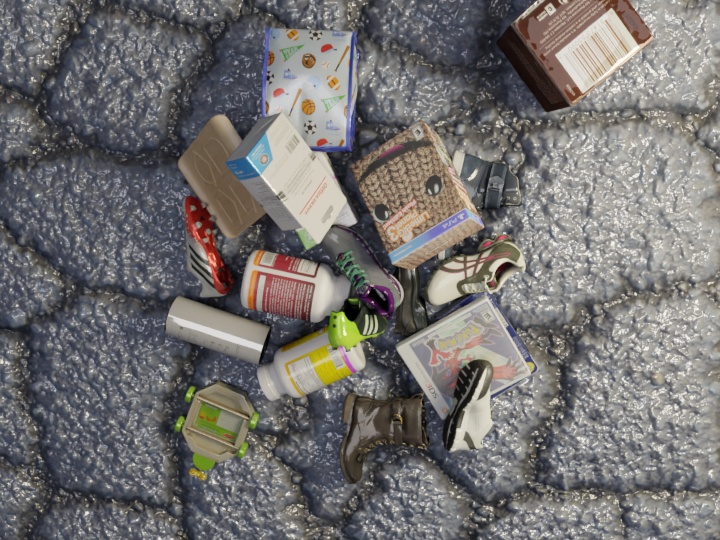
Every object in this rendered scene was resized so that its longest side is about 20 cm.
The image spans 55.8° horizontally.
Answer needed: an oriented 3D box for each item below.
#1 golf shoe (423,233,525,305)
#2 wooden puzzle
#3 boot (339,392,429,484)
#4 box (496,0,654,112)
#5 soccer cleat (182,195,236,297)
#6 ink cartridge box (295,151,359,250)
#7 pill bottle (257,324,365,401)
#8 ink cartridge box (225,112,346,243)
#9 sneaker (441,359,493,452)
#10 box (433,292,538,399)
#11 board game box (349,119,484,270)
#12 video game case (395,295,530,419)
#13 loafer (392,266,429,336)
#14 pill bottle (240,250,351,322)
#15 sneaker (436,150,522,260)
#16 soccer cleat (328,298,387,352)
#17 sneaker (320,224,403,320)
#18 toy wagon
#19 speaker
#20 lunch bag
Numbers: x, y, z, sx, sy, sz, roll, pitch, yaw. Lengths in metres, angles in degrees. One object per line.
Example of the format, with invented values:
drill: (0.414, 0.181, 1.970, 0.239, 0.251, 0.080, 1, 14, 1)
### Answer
golf shoe: (0.209, 0.010, 1.259, 0.199, 0.088, 0.077, -33, 130, 5)
wooden puzzle: (-0.242, -0.172, 1.259, 0.199, 0.046, 0.186, -26, 99, 51)
boot: (0.050, 0.333, 1.335, 0.171, 0.069, 0.204, 4, 99, 18)
box: (0.348, -0.385, 1.138, 0.165, 0.200, 0.165, -39, 95, 9)
soccer cleat: (-0.310, -0.042, 1.313, 0.084, 0.069, 0.203, -16, 100, 26)
ink cartridge box: (-0.097, -0.156, 1.277, 0.116, 0.067, 0.202, -27, 97, 8)
pill bottle: (-0.097, 0.180, 1.319, 0.198, 0.104, 0.105, -25, 98, 8)
ink cartridge box: (-0.122, -0.151, 1.164, 0.201, 0.067, 0.117, 51, 56, -30)
sneaker: (0.217, 0.255, 1.285, 0.079, 0.074, 0.203, 8, 116, -15)
box: (0.245, 0.140, 1.323, 0.120, 0.032, 0.201, -33, 97, 9)
board game box: (0.098, -0.130, 1.204, 0.158, 0.097, 0.202, -31, 72, 20)
video game case: (0.196, 0.169, 1.294, 0.198, 0.023, 0.183, -30, 106, 13)
loafer: (0.080, 0.032, 1.298, 0.071, 0.073, 0.203, -10, 98, 9)
pill bottle: (-0.119, 0.034, 1.290, 0.197, 0.113, 0.115, 12, 101, 2)
sneaker: (0.220, -0.106, 1.259, 0.144, 0.077, 0.206, 13, 100, 4)
soccer cleat: (0.000, 0.087, 1.250, 0.067, 0.200, 0.082, 4, 101, 24)
sneaker: (0.000, 0.000, 1.226, 0.200, 0.088, 0.074, 43, 113, -6)
toy wagon: (-0.301, 0.330, 1.393, 0.153, 0.040, 0.202, 22, 102, 0)
speaker: (-0.276, 0.119, 1.332, 0.197, 0.081, 0.082, 18, 101, 1)
lunch bag: (-0.089, -0.313, 1.216, 0.167, 0.124, 0.204, 2, 85, 5)
